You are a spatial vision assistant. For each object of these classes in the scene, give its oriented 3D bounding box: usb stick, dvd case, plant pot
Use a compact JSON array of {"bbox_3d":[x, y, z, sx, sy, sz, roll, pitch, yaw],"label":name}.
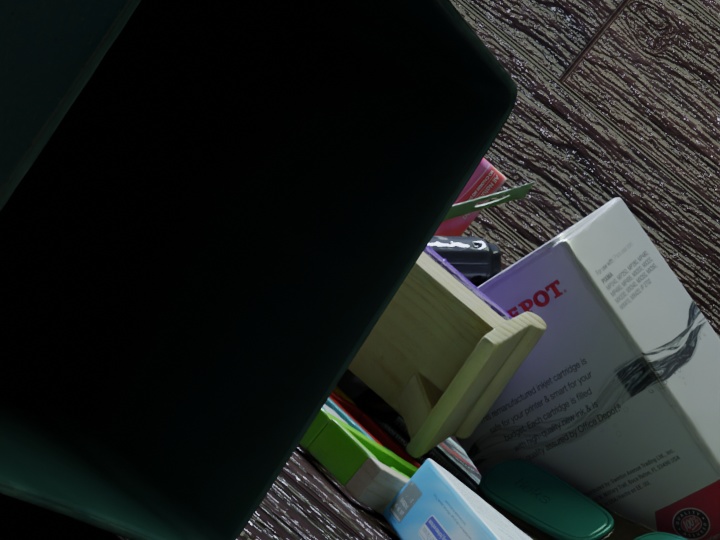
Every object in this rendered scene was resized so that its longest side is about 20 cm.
[{"bbox_3d":[-0.015,-0.007,1.030,0.199,0.033,0.055,1,-3,-14],"label":"usb stick"},{"bbox_3d":[0.061,0.131,1.138,0.200,0.022,0.146,42,2,34],"label":"dvd case"},{"bbox_3d":[-0.097,-0.053,0.413,0.200,0.142,0.141,33,-3,30],"label":"plant pot"}]

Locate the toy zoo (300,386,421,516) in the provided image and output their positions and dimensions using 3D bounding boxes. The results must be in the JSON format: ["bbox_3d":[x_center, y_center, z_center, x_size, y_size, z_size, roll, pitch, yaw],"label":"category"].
[{"bbox_3d":[-0.030,0.063,0.861,0.200,0.020,0.131,41,1,34],"label":"toy zoo"}]

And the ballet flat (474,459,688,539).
[{"bbox_3d":[0.136,0.165,0.898,0.200,0.068,0.068,32,-43,52],"label":"ballet flat"}]

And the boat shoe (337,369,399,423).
[{"bbox_3d":[0.009,0.060,1.054,0.073,0.074,0.200,57,22,15],"label":"boat shoe"}]

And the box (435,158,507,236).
[{"bbox_3d":[0.013,-0.035,1.406,0.103,0.200,0.095,40,-1,-16],"label":"box"}]

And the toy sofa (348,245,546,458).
[{"bbox_3d":[0.000,0.000,0.920,0.200,0.083,0.097,40,25,16],"label":"toy sofa"}]

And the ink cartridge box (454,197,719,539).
[{"bbox_3d":[0.138,0.081,0.976,0.200,0.145,0.084,56,40,1],"label":"ink cartridge box"}]

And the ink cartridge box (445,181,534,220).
[{"bbox_3d":[0.022,-0.009,1.146,0.146,0.199,0.048,21,55,-87],"label":"ink cartridge box"}]

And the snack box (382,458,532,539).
[{"bbox_3d":[0.105,0.169,0.747,0.200,0.037,0.116,40,1,-19],"label":"snack box"}]
